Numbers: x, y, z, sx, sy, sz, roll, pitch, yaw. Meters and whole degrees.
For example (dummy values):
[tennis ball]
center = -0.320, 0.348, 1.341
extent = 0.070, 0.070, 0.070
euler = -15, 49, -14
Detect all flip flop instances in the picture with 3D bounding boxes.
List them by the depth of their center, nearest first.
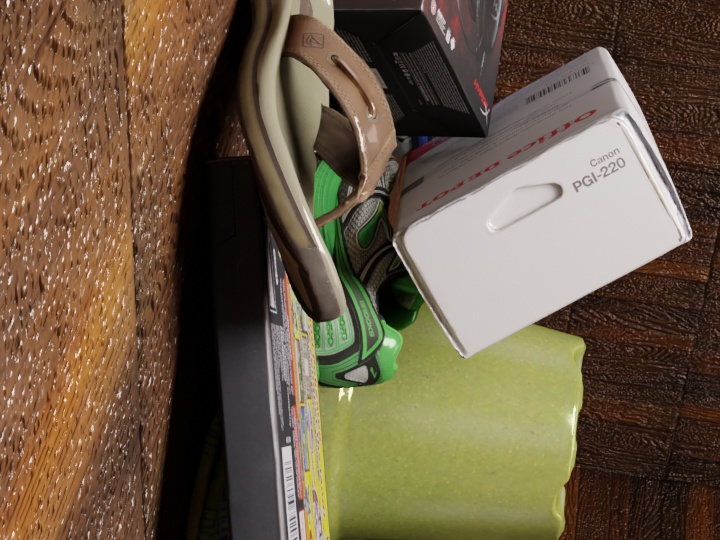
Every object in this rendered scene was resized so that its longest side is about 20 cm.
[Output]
[flip flop]
center = -0.014, -0.067, 0.746
extent = 0.201, 0.057, 0.082
euler = -89, 168, -46

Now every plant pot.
[plant pot]
center = 0.046, 0.096, 1.147
extent = 0.200, 0.182, 0.203
euler = 8, 90, -85

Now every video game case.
[video game case]
center = -0.039, 0.061, 0.808
extent = 0.181, 0.025, 0.202
euler = 42, 43, -84

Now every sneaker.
[sneaker]
center = 0.000, 0.000, 1.041
extent = 0.201, 0.084, 0.079
euler = -78, 174, -47

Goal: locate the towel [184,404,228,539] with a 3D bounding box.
[towel]
center = -0.062, 0.131, 0.893
extent = 0.200, 0.023, 0.145
euler = 49, 50, -84

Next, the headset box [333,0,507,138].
[headset box]
center = 0.035, -0.196, 1.003
extent = 0.149, 0.076, 0.202
euler = 54, 44, -61

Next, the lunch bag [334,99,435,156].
[lunch bag]
center = 0.028, -0.177, 1.164
extent = 0.161, 0.075, 0.202
euler = 81, 16, -66

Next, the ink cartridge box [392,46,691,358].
[ink cartridge box]
center = 0.101, -0.045, 1.029
extent = 0.085, 0.145, 0.200
euler = 59, 12, -11
